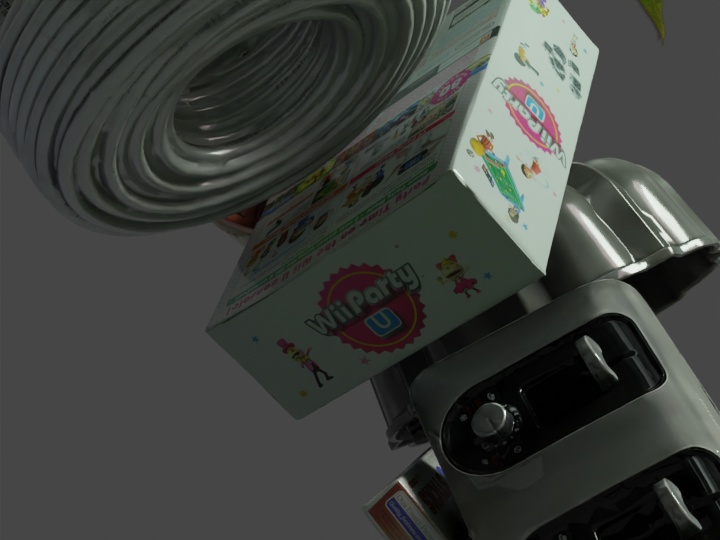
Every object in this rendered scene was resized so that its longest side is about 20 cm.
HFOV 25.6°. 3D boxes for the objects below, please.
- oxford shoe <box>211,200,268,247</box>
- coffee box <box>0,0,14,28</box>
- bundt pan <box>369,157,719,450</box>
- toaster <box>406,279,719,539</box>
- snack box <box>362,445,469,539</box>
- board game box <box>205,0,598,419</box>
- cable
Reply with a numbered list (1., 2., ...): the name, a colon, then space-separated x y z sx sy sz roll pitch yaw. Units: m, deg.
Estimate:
1. oxford shoe: -0.068 -0.045 0.835 0.074 0.071 0.200 -8 -34 46
2. coffee box: -0.182 -0.198 0.832 0.114 0.080 0.200 44 10 -30
3. bundt pan: 0.084 0.010 0.817 0.076 0.202 0.202 60 10 14
4. toaster: 0.130 0.129 0.688 0.200 0.119 0.181 49 12 -42
5. snack box: 0.047 0.120 0.756 0.072 0.024 0.200 50 8 6
6. board game box: 0.025 -0.042 0.735 0.064 0.147 0.200 47 34 -17
7. cable: -0.050 -0.094 0.640 0.200 0.200 0.069 -2 53 -55
